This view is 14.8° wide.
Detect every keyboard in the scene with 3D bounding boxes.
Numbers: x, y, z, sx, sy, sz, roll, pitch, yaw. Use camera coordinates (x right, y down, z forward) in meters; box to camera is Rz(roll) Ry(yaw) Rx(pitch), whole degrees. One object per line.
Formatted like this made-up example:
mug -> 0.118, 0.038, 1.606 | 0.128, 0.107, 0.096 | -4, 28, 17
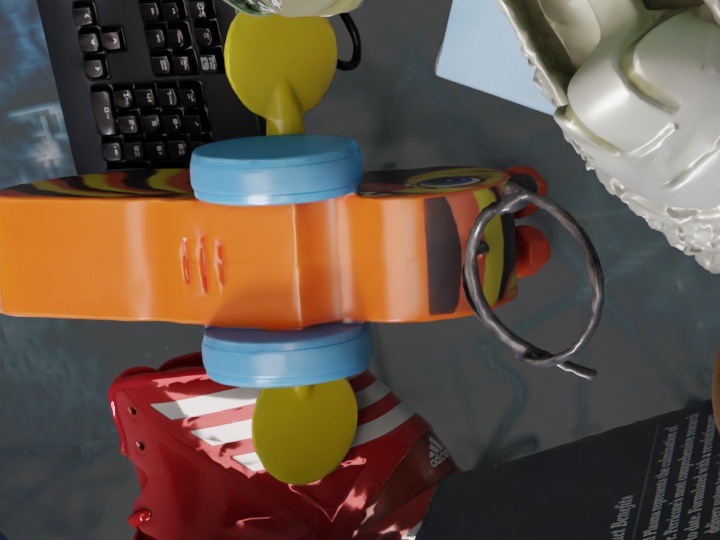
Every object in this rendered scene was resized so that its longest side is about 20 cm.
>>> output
keyboard -> -0.063, -0.113, 0.790 | 0.103, 0.040, 0.201 | -3, 110, 26

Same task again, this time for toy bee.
toy bee -> 0.000, 0.000, 0.771 | 0.199, 0.108, 0.132 | 28, 114, 29

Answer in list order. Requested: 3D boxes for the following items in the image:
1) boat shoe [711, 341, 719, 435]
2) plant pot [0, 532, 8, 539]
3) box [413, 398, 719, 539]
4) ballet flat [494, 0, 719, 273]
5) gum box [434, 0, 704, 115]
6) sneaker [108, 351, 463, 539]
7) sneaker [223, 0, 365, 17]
boat shoe -> 0.165, -0.021, 0.653 | 0.072, 0.072, 0.200 | 29, 108, -26
plant pot -> -0.209, 0.179, 0.851 | 0.199, 0.179, 0.201 | 13, 117, 50
box -> 0.135, 0.136, 0.733 | 0.196, 0.124, 0.201 | -18, 103, 17
ballet flat -> 0.055, -0.070, 0.689 | 0.072, 0.072, 0.200 | -33, 95, 30
gum box -> 0.133, -0.101, 0.705 | 0.199, 0.045, 0.171 | 20, 117, 16
sneaker -> -0.055, 0.094, 0.860 | 0.200, 0.078, 0.116 | -41, 82, 19
sneaker -> -0.071, -0.098, 0.708 | 0.200, 0.088, 0.077 | 21, 128, 50
